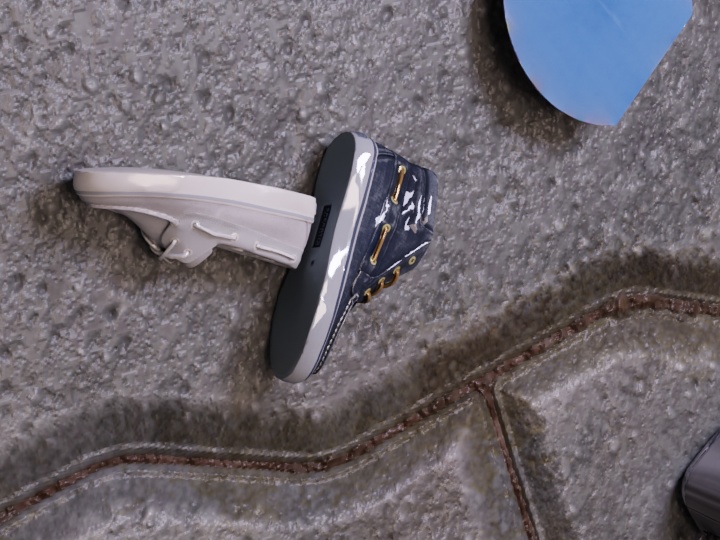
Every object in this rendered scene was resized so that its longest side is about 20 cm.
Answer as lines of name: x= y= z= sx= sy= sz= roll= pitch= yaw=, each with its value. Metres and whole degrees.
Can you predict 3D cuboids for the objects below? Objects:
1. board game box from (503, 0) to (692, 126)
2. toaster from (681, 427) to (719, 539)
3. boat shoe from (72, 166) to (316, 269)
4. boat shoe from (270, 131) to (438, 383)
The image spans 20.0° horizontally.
board game box: x=0.187 y=-0.221 z=1.696 sx=0.158 sy=0.039 sz=0.200 roll=45 pitch=66 yaw=-22
toaster: x=0.380 y=0.181 z=1.805 sx=0.200 sy=0.129 sz=0.114 roll=-45 pitch=117 yaw=-20
boat shoe: x=-0.123 y=-0.036 z=1.501 sx=0.199 sy=0.072 sz=0.069 roll=7 pitch=91 yaw=-42
boat shoe: x=0.000 y=0.000 z=1.574 sx=0.091 sy=0.071 sz=0.201 roll=21 pitch=81 yaw=-28
